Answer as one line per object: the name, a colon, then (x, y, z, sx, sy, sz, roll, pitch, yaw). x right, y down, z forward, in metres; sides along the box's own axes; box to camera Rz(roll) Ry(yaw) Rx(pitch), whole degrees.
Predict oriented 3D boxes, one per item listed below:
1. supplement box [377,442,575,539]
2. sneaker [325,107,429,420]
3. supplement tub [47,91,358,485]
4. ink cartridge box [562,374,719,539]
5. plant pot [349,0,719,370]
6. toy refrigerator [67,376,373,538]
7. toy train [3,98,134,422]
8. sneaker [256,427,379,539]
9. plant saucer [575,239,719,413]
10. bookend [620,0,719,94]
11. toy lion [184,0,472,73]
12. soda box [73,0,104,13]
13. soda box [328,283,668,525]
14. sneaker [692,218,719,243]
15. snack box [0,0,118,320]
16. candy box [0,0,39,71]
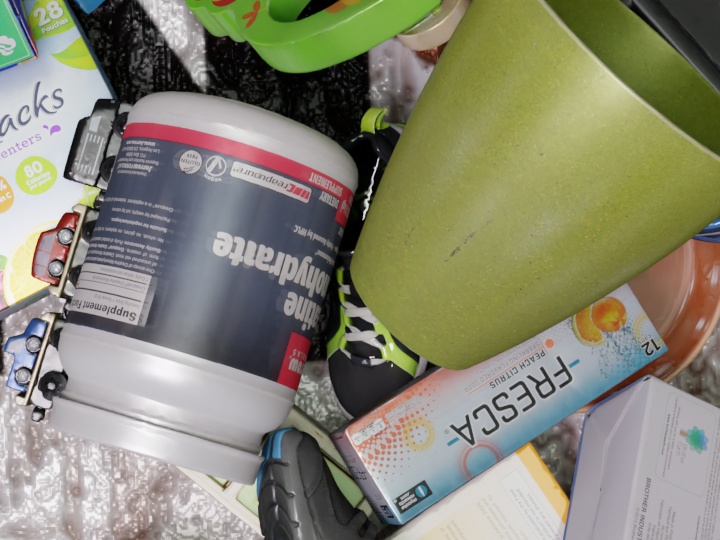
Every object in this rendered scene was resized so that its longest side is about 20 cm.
supplement box: (0.056, 0.211, 1.079, 0.200, 0.074, 0.126, -34, 89, -3)
sneaker: (0.000, 0.000, 1.068, 0.072, 0.083, 0.201, 6, 92, 31)
supplement tub: (-0.091, 0.010, 0.988, 0.140, 0.140, 0.201, 16, 83, -1)
ink cartridge box: (0.226, 0.170, 1.045, 0.200, 0.076, 0.137, 24, 61, -16)
plant pot: (0.089, -0.046, 0.957, 0.187, 0.187, 0.200, 42, 111, 0)
toy refrigerator: (-0.081, 0.101, 1.083, 0.200, 0.070, 0.076, 39, 87, 0)
toy train: (-0.175, -0.008, 1.038, 0.046, 0.034, 0.201, 16, 89, -1)
sneaker: (-0.001, 0.182, 1.017, 0.082, 0.073, 0.201, -20, 92, -19)
plant saucer: (0.137, -0.009, 1.111, 0.200, 0.032, 0.201, 0, 88, -2)
bookend: (0.164, -0.153, 1.063, 0.200, 0.092, 0.199, -37, 79, -7)
toy lion: (-0.030, -0.193, 1.038, 0.191, 0.069, 0.200, -21, 44, 24)
soda box: (-0.128, -0.260, 1.086, 0.200, 0.068, 0.064, -41, 55, -2)
soda box: (0.083, 0.074, 1.044, 0.200, 0.064, 0.069, -31, 88, -12)
sneaker: (0.155, -0.054, 1.057, 0.199, 0.082, 0.074, -1, 89, 0)
snack box: (-0.239, -0.058, 1.086, 0.200, 0.068, 0.169, -27, 89, -4)
candy box: (-0.312, -0.169, 1.044, 0.199, 0.077, 0.169, -22, 48, -1)
